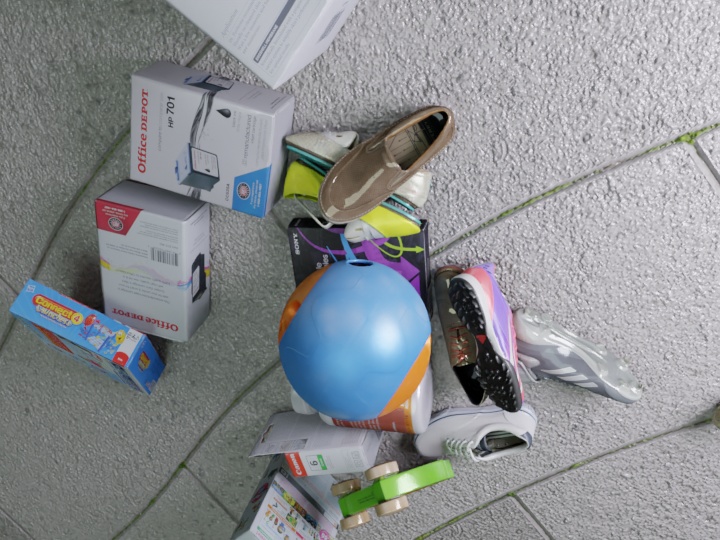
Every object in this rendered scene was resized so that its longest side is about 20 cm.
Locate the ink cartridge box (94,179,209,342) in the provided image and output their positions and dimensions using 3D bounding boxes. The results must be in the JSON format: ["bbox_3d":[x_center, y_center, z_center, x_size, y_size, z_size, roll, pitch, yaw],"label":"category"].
[{"bbox_3d":[-0.303,-0.013,1.076,0.143,0.083,0.204,13,120,10],"label":"ink cartridge box"}]

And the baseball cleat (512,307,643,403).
[{"bbox_3d":[0.279,0.130,0.993,0.198,0.070,0.107,35,128,8],"label":"baseball cleat"}]

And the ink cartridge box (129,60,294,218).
[{"bbox_3d":[-0.197,-0.173,0.958,0.196,0.086,0.149,15,121,7],"label":"ink cartridge box"}]

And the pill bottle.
[{"bbox_3d":[0.003,0.174,1.065,0.195,0.113,0.114,2,118,15],"label":"pill bottle"}]

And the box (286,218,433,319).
[{"bbox_3d":[0.000,0.000,1.019,0.196,0.036,0.146,2,118,17],"label":"box"}]

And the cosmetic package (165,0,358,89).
[{"bbox_3d":[-0.109,-0.326,0.782,0.199,0.200,0.123,39,121,-6],"label":"cosmetic package"}]

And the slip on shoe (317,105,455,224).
[{"bbox_3d":[0.031,-0.129,0.875,0.198,0.061,0.077,-32,91,-1],"label":"slip on shoe"}]

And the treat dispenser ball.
[{"bbox_3d":[-0.007,0.088,0.930,0.196,0.202,0.205,7,119,13],"label":"treat dispenser ball"}]

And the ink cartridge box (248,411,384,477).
[{"bbox_3d":[-0.066,0.266,1.136,0.196,0.109,0.051,-12,114,22],"label":"ink cartridge box"}]

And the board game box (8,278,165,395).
[{"bbox_3d":[-0.415,0.110,1.130,0.193,0.057,0.201,25,158,3],"label":"board game box"}]

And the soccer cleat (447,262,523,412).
[{"bbox_3d":[0.181,0.089,0.959,0.068,0.073,0.203,-9,107,54],"label":"soccer cleat"}]

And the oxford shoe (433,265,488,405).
[{"bbox_3d":[0.147,0.091,0.998,0.069,0.075,0.203,-14,111,26],"label":"oxford shoe"}]

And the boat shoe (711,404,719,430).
[{"bbox_3d":[0.551,0.169,0.918,0.199,0.075,0.069,-34,98,28],"label":"boat shoe"}]

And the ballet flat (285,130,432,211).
[{"bbox_3d":[0.001,-0.144,0.937,0.197,0.067,0.063,26,94,-2],"label":"ballet flat"}]

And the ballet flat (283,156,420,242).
[{"bbox_3d":[-0.018,-0.077,0.949,0.198,0.067,0.068,30,87,14],"label":"ballet flat"}]

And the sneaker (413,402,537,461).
[{"bbox_3d":[0.163,0.246,1.078,0.197,0.071,0.074,-21,110,26],"label":"sneaker"}]

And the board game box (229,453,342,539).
[{"bbox_3d":[-0.108,0.397,1.165,0.064,0.201,0.148,-36,103,29],"label":"board game box"}]

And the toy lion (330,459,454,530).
[{"bbox_3d":[0.065,0.318,1.082,0.200,0.188,0.070,-46,58,54],"label":"toy lion"}]
